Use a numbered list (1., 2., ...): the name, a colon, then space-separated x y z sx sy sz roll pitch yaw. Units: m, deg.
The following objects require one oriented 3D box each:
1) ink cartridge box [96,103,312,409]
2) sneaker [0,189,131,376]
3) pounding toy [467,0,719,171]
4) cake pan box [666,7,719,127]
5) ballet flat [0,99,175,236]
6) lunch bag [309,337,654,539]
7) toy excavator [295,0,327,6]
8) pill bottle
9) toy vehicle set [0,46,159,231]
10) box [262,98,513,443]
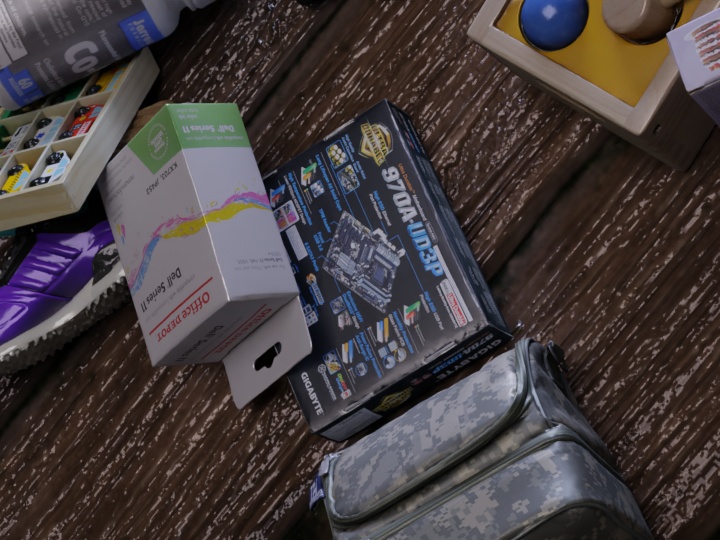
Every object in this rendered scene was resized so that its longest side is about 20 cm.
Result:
1. ink cartridge box: -0.115 -0.007 1.617 0.117 0.067 0.201 -40 62 45
2. sneaker: -0.247 0.004 1.718 0.199 0.070 0.100 -32 78 7
3. pounding toy: 0.203 -0.187 1.505 0.199 0.142 0.185 34 94 29
4. cake pan box: 0.316 -0.143 1.414 0.199 0.184 0.053 -25 67 20
5. ballet flat: -0.220 -0.087 1.745 0.199 0.068 0.073 -20 49 21
6. lunch bag: 0.076 0.157 1.495 0.199 0.139 0.168 -33 49 15
7. toy excavator: -0.044 -0.313 1.702 0.193 0.100 0.201 -4 62 27
8. pill bottle: -0.210 -0.215 1.720 0.199 0.114 0.114 -26 67 3
9. toy vehicle set: -0.240 -0.099 1.702 0.123 0.027 0.201 -13 31 24
10. box: 0.000 0.000 1.616 0.158 0.046 0.201 -32 65 17
